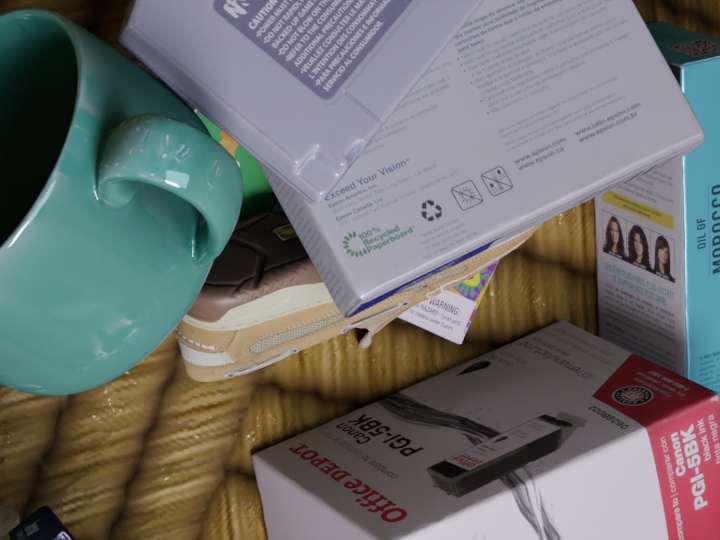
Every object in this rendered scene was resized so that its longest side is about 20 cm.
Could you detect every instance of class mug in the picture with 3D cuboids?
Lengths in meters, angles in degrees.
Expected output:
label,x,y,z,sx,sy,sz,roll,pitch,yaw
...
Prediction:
label,x,y,z,sx,sy,sz,roll,pitch,yaw
mug,-0.126,-0.016,1.063,0.114,0.185,0.152,35,95,-37

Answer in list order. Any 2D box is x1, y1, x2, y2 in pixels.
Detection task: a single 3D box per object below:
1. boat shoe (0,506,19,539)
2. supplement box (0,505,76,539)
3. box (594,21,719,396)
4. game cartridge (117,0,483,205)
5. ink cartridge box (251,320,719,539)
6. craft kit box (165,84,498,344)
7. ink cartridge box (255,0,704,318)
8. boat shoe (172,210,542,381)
label,x,y,z,sx,sy,sz,roll,pitch,yaw
boat shoe,-0.246,0.149,1.112,0.199,0.073,0.062,-6,104,-34
supplement box,-0.151,0.243,1.051,0.200,0.134,0.200,-38,96,-9
box,0.165,-0.024,1.293,0.049,0.082,0.201,-14,112,-27
game cartridge,-0.012,-0.142,1.095,0.133,0.041,0.200,41,67,-6
ink cartridge box,0.067,0.112,1.238,0.199,0.147,0.083,-22,114,-24
craft kit box,0.007,-0.088,1.204,0.200,0.048,0.198,23,90,-33
ink cartridge box,0.031,-0.106,1.138,0.199,0.041,0.200,-24,83,-21
boat shoe,0.000,0.000,1.171,0.199,0.072,0.076,-16,131,-20
